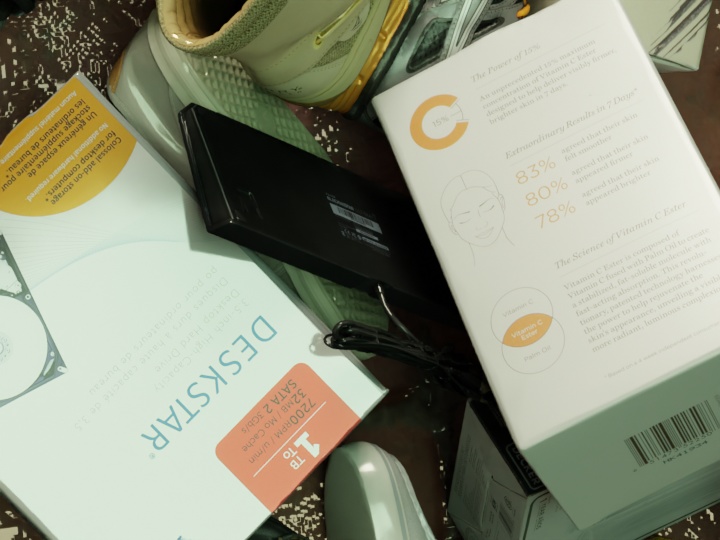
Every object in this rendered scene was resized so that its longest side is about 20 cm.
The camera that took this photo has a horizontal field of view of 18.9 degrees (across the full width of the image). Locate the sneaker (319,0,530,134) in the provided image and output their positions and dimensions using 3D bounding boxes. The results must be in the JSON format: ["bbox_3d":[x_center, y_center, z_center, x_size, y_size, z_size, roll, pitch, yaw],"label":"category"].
[{"bbox_3d":[0.053,-0.150,1.052,0.077,0.078,0.201,33,92,-18],"label":"sneaker"}]

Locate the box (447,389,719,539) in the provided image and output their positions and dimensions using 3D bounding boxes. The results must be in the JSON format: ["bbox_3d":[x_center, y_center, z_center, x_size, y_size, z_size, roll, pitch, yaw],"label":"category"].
[{"bbox_3d":[0.146,0.077,1.068,0.199,0.117,0.060,-23,60,-16],"label":"box"}]

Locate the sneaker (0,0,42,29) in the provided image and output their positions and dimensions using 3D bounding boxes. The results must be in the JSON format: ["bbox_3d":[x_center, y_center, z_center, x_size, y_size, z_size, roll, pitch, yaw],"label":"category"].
[{"bbox_3d":[-0.124,-0.151,0.966,0.120,0.084,0.201,19,93,2],"label":"sneaker"}]

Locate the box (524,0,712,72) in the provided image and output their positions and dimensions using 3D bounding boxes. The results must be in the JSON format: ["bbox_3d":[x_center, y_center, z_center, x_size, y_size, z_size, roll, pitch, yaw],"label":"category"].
[{"bbox_3d":[0.142,-0.202,1.076,0.068,0.082,0.201,12,90,-21],"label":"box"}]

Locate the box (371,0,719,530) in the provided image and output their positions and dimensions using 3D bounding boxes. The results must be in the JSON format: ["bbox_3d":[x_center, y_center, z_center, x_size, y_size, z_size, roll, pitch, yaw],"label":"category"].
[{"bbox_3d":[0.104,-0.009,0.973,0.124,0.098,0.201,-26,57,8],"label":"box"}]

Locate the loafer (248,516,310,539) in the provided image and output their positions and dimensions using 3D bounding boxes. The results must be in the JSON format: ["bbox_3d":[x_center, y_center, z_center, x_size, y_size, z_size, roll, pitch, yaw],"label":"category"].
[{"bbox_3d":[-0.069,0.212,1.015,0.072,0.072,0.201,13,89,-36],"label":"loafer"}]

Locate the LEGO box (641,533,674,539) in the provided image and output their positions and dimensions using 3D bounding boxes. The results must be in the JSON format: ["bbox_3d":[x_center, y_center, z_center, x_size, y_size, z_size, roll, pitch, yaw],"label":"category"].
[{"bbox_3d":[0.172,0.220,1.042,0.077,0.200,0.150,-21,99,-18],"label":"LEGO box"}]

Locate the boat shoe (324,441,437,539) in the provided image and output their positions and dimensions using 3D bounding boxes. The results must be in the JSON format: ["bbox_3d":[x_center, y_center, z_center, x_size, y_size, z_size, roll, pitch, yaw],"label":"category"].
[{"bbox_3d":[0.037,0.172,1.060,0.068,0.072,0.201,-20,98,-21],"label":"boat shoe"}]

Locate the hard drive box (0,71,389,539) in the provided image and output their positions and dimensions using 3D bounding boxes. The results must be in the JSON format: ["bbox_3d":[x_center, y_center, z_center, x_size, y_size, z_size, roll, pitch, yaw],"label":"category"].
[{"bbox_3d":[-0.113,0.039,0.976,0.200,0.077,0.156,45,78,-4],"label":"hard drive box"}]

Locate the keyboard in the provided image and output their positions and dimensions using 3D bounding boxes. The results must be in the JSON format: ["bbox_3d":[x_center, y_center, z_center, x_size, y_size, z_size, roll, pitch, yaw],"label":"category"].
[{"bbox_3d":[0.000,0.000,0.991,0.021,0.128,0.199,-40,142,25],"label":"keyboard"}]

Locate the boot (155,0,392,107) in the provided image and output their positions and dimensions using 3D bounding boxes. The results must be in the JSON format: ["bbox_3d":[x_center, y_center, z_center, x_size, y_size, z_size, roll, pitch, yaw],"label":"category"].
[{"bbox_3d":[-0.020,-0.177,0.936,0.072,0.155,0.201,24,94,18],"label":"boot"}]

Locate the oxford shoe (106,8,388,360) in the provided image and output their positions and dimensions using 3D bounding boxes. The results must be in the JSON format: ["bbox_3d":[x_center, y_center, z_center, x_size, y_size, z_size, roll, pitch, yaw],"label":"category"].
[{"bbox_3d":[-0.051,-0.038,1.029,0.058,0.075,0.200,-24,115,28],"label":"oxford shoe"}]
